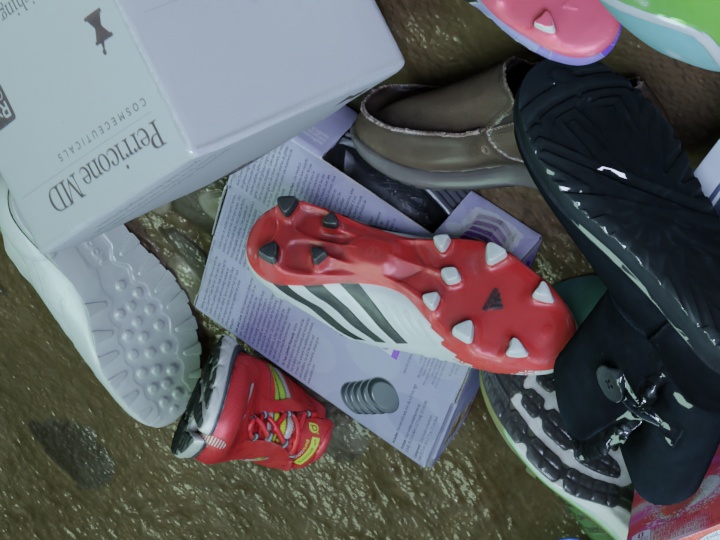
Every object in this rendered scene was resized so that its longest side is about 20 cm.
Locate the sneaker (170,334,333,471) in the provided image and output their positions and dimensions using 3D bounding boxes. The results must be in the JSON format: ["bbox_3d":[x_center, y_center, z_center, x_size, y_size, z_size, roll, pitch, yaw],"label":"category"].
[{"bbox_3d":[-0.059,0.088,1.734,0.085,0.200,0.077,26,96,7],"label":"sneaker"}]

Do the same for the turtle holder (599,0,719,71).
[{"bbox_3d":[0.152,-0.161,1.324,0.185,0.141,0.132,3,142,34],"label":"turtle holder"}]

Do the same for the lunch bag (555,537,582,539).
[{"bbox_3d":[0.136,0.258,1.669,0.135,0.201,0.132,24,167,20],"label":"lunch bag"}]

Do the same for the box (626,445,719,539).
[{"bbox_3d":[0.249,0.133,1.477,0.199,0.096,0.100,-23,110,20],"label":"box"}]

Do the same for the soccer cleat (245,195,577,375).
[{"bbox_3d":[0.030,0.016,1.580,0.199,0.069,0.085,17,159,15],"label":"soccer cleat"}]

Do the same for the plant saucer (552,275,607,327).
[{"bbox_3d":[0.164,0.095,1.627,0.199,0.036,0.201,24,137,24],"label":"plant saucer"}]

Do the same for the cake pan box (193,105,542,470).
[{"bbox_3d":[0.000,0.000,1.675,0.184,0.052,0.200,32,140,12],"label":"cake pan box"}]

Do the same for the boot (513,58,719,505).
[{"bbox_3d":[0.126,0.011,1.438,0.200,0.076,0.168,52,150,15],"label":"boot"}]

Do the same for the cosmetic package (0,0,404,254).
[{"bbox_3d":[-0.117,-0.145,1.517,0.165,0.165,0.201,-29,87,50],"label":"cosmetic package"}]

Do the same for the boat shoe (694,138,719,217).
[{"bbox_3d":[0.221,-0.042,1.421,0.091,0.071,0.201,41,140,10],"label":"boat shoe"}]

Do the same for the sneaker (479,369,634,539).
[{"bbox_3d":[0.131,0.122,1.598,0.200,0.077,0.089,47,153,-4],"label":"sneaker"}]

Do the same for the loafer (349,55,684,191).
[{"bbox_3d":[0.083,-0.086,1.517,0.199,0.073,0.071,6,120,30],"label":"loafer"}]

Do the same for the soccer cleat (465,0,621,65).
[{"bbox_3d":[0.062,-0.162,1.446,0.200,0.067,0.077,40,164,28],"label":"soccer cleat"}]

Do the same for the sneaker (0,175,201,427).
[{"bbox_3d":[-0.174,0.012,1.834,0.080,0.076,0.201,-6,117,57],"label":"sneaker"}]
